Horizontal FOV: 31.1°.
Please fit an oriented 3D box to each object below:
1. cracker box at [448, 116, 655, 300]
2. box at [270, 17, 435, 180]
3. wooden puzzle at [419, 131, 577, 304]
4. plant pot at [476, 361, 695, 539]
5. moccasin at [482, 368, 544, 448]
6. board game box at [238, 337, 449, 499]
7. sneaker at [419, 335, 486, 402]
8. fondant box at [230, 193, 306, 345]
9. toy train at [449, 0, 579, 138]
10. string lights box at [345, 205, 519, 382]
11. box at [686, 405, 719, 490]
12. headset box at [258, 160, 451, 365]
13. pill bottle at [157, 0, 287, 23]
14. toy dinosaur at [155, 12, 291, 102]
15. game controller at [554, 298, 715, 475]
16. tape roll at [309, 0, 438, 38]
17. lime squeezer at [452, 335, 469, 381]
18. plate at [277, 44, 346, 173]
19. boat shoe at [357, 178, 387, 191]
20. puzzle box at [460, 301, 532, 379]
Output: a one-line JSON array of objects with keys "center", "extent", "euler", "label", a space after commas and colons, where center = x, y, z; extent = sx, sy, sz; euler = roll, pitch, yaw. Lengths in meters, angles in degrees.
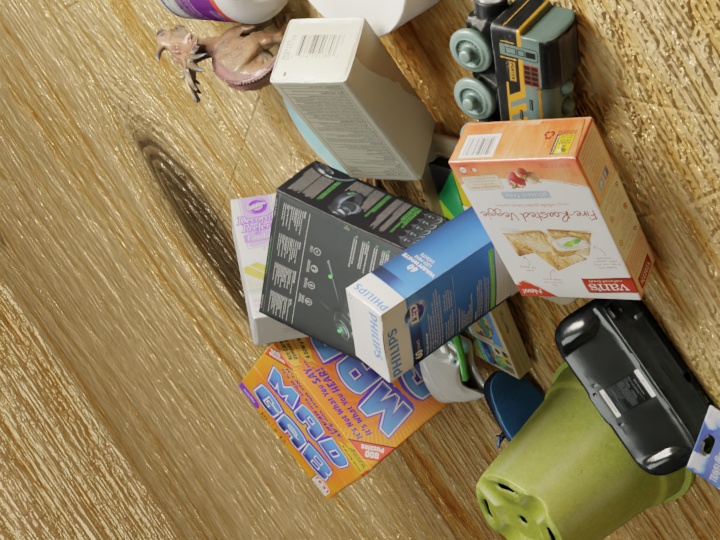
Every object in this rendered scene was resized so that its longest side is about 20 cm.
[{"center": [0.186, -0.055, 1.241], "extent": [0.134, 0.058, 0.200], "euler": [1, 141, 36], "label": "cracker box"}, {"center": [-0.003, -0.176, 1.362], "extent": [0.095, 0.078, 0.200], "euler": [5, 157, 27], "label": "box"}, {"center": [0.142, -0.057, 1.425], "extent": [0.200, 0.037, 0.185], "euler": [18, 135, 49], "label": "wooden puzzle"}, {"center": [0.236, 0.228, 1.441], "extent": [0.200, 0.184, 0.201], "euler": [38, 149, 27], "label": "plant pot"}, {"center": [0.208, 0.212, 1.584], "extent": [0.200, 0.080, 0.068], "euler": [57, 157, -4], "label": "moccasin"}, {"center": [-0.007, 0.148, 1.717], "extent": [0.200, 0.200, 0.200], "euler": [51, 153, 5], "label": "board game box"}, {"center": [0.092, 0.082, 1.572], "extent": [0.088, 0.075, 0.200], "euler": [-1, 134, 52], "label": "sneaker"}, {"center": [-0.079, -0.010, 1.624], "extent": [0.058, 0.144, 0.200], "euler": [90, 168, -49], "label": "fondant box"}, {"center": [0.153, -0.172, 1.233], "extent": [0.114, 0.085, 0.200], "euler": [21, 140, 32], "label": "toy train"}, {"center": [0.084, 0.017, 1.343], "extent": [0.059, 0.200, 0.103], "euler": [38, 149, 37], "label": "string lights box"}, {"center": [0.423, 0.206, 1.256], "extent": [0.200, 0.048, 0.122], "euler": [35, 148, 26], "label": "box"}, {"center": [0.000, 0.000, 1.454], "extent": [0.200, 0.093, 0.175], "euler": [24, 127, 19], "label": "headset box"}, {"center": [-0.173, -0.348, 1.509], "extent": [0.200, 0.112, 0.113], "euler": [18, 136, 50], "label": "pill bottle"}, {"center": [-0.145, -0.242, 1.509], "extent": [0.200, 0.135, 0.086], "euler": [26, 135, 53], "label": "toy dinosaur"}, {"center": [0.289, 0.118, 1.345], "extent": [0.104, 0.042, 0.200], "euler": [-34, 92, 31], "label": "game controller"}, {"center": [0.000, -0.337, 1.292], "extent": [0.202, 0.071, 0.203], "euler": [39, 149, 29], "label": "tape roll"}, {"center": [0.077, 0.042, 1.510], "extent": [0.200, 0.071, 0.038], "euler": [46, -163, -5], "label": "lime squeezer"}, {"center": [-0.027, -0.198, 1.544], "extent": [0.200, 0.026, 0.201], "euler": [38, 148, 29], "label": "plate"}, {"center": [0.036, -0.055, 1.564], "extent": [0.200, 0.074, 0.076], "euler": [74, -170, -46], "label": "boat shoe"}, {"center": [0.123, 0.032, 1.526], "extent": [0.133, 0.025, 0.200], "euler": [29, 154, 47], "label": "puzzle box"}]
